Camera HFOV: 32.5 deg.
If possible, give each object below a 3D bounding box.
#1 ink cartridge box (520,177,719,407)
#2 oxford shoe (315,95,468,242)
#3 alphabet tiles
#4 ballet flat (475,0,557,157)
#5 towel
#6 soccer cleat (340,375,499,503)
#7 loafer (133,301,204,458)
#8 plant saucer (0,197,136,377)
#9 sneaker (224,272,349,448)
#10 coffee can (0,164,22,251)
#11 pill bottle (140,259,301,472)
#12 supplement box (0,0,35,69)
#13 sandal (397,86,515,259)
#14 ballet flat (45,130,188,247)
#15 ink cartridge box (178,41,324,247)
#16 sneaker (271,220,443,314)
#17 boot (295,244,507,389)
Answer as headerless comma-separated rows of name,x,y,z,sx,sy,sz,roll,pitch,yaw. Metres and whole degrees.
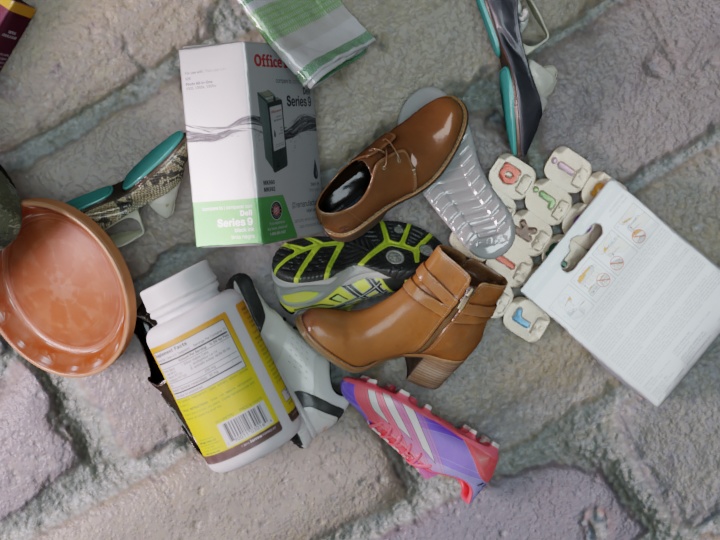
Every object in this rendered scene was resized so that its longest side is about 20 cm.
ink cartridge box,0.295,0.025,1.341,0.199,0.050,0.163,40,94,1
oxford shoe,0.034,-0.112,1.284,0.200,0.071,0.071,-44,67,-2
alphabet tiles,0.204,-0.028,1.352,0.194,0.015,0.201,32,95,-4
ballet flat,0.172,-0.225,1.310,0.072,0.073,0.203,-14,93,2
towel,-0.077,-0.291,1.274,0.031,0.149,0.201,-35,95,35
soccer cleat,0.059,0.180,1.339,0.198,0.067,0.077,29,85,-13
loafer,-0.197,0.122,1.337,0.073,0.071,0.202,-30,88,32
plant saucer,-0.324,0.018,1.324,0.198,0.032,0.203,10,115,23
sneaker,-0.083,0.089,1.350,0.079,0.074,0.202,-29,95,-17
coffee can,-0.465,-0.030,1.267,0.199,0.146,0.147,-35,94,28
pill bottle,-0.148,0.096,1.265,0.108,0.109,0.202,-26,94,3
supplement box,-0.451,-0.227,1.313,0.110,0.086,0.201,33,95,-2
sandal,0.100,-0.100,1.328,0.082,0.050,0.205,-27,77,12
ballet flat,-0.250,-0.074,1.340,0.199,0.068,0.076,-31,115,9
ink cartridge box,-0.110,-0.132,1.276,0.083,0.146,0.203,-2,96,25
sneaker,0.000,0.000,1.340,0.197,0.076,0.077,-4,139,-10
boot,0.044,0.036,1.294,0.198,0.074,0.156,16,124,-27
